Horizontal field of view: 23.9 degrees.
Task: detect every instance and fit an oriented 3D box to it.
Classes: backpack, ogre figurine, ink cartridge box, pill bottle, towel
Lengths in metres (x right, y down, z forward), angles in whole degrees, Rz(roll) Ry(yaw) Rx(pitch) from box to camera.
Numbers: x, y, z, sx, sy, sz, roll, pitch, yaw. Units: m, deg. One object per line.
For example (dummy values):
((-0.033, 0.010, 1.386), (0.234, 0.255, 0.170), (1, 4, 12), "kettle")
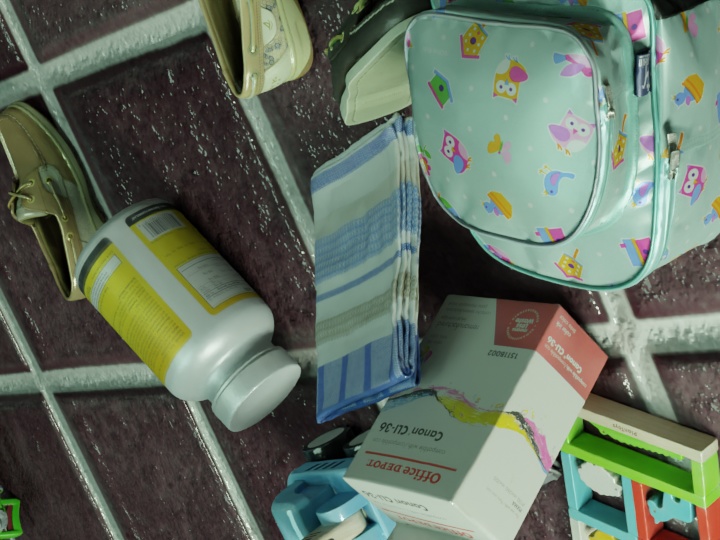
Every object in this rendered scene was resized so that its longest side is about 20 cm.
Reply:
((0.125, -0.086, 0.992), (0.176, 0.153, 0.200), (13, 128, 42), "backpack")
((-0.471, 0.278, 2.086), (0.200, 0.098, 0.120), (-34, 69, 41), "ogre figurine")
((0.070, 0.118, 1.168), (0.116, 0.200, 0.067), (3, 147, 50), "ink cartridge box")
((-0.146, 0.041, 1.465), (0.200, 0.112, 0.112), (46, 144, 18), "pill bottle")
((0.000, 0.000, 1.235), (0.147, 0.024, 0.200), (-28, 58, 57), "towel")

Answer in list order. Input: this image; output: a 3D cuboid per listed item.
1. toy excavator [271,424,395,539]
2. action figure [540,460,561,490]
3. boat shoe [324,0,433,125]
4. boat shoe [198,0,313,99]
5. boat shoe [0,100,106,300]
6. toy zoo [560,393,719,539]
((-0.025, 0.211, 1.365), (0.194, 0.200, 0.100), (-14, 105, 55), "toy excavator")
((0.089, 0.156, 1.300), (0.130, 0.069, 0.200), (32, 127, 44), "action figure")
((0.013, -0.150, 1.114), (0.201, 0.072, 0.061), (133, 119, -75), "boat shoe")
((-0.098, -0.226, 1.241), (0.073, 0.063, 0.200), (-10, 107, 55), "boat shoe")
((-0.296, -0.064, 1.615), (0.074, 0.066, 0.200), (-27, 94, 56), "boat shoe")
((0.204, 0.187, 1.216), (0.131, 0.020, 0.200), (18, 130, 44), "toy zoo")
